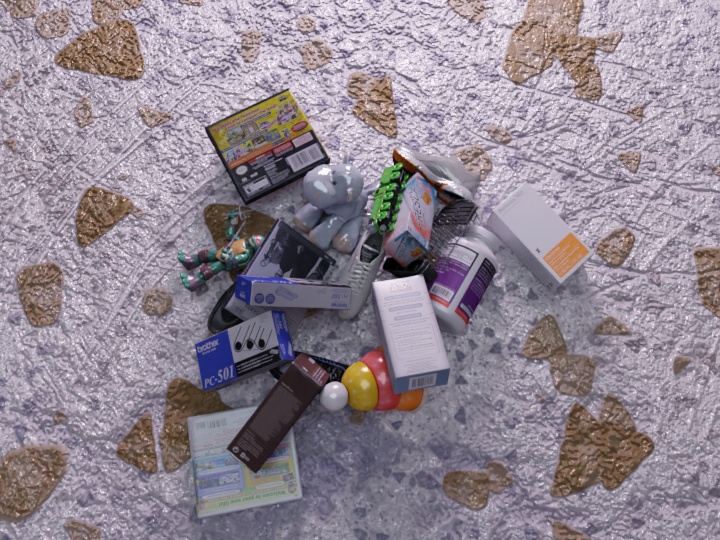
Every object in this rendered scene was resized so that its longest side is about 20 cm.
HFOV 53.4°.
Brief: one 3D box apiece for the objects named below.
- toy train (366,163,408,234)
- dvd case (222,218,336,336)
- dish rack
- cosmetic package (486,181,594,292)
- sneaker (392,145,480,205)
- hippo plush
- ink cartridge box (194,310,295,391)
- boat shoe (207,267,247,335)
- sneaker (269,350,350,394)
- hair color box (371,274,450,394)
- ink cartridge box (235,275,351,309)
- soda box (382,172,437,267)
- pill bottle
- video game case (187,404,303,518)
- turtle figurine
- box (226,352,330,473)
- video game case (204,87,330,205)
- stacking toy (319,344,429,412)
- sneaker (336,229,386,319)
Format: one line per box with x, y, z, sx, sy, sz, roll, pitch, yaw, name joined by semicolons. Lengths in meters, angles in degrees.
0.051;-0.141;1.398;0.056;0.042;0.201;-16;36;29;toy train
-0.154;0.025;1.390;0.150;0.025;0.202;36;79;-25;dvd case
0.142;-0.065;1.405;0.054;0.153;0.201;39;76;-23;dish rack
0.362;-0.067;1.450;0.101;0.071;0.200;-40;78;-11;cosmetic package
0.160;-0.211;1.492;0.198;0.076;0.093;33;68;0;sneaker
-0.039;-0.130;1.410;0.196;0.161;0.162;-4;74;-2;hippo plush
-0.218;0.152;1.336;0.198;0.044;0.095;-23;73;28;ink cartridge box
-0.231;0.044;1.407;0.072;0.068;0.200;41;79;8;boat shoe
-0.082;0.199;1.360;0.196;0.078;0.071;10;74;2;sneaker
0.086;0.110;1.272;0.097;0.061;0.202;-9;54;-6;hair color box
-0.125;0.041;1.332;0.197;0.094;0.045;4;96;-27;ink cartridge box
0.099;-0.102;1.397;0.063;0.068;0.201;41;36;-22;soda box
0.195;0.016;1.401;0.111;0.113;0.202;30;75;7;pill bottle
-0.217;0.352;1.343;0.196;0.022;0.185;-9;74;-5;video game case
-0.259;-0.039;1.405;0.198;0.150;0.101;-28;119;4;turtle figurine
-0.144;0.251;1.279;0.075;0.100;0.201;36;97;3;box
-0.188;-0.255;1.456;0.198;0.026;0.182;-28;79;-13;video game case
0.013;0.204;1.296;0.197;0.146;0.148;-9;73;-30;stacking toy
0.000;0.000;1.406;0.075;0.081;0.203;22;90;0;sneaker
